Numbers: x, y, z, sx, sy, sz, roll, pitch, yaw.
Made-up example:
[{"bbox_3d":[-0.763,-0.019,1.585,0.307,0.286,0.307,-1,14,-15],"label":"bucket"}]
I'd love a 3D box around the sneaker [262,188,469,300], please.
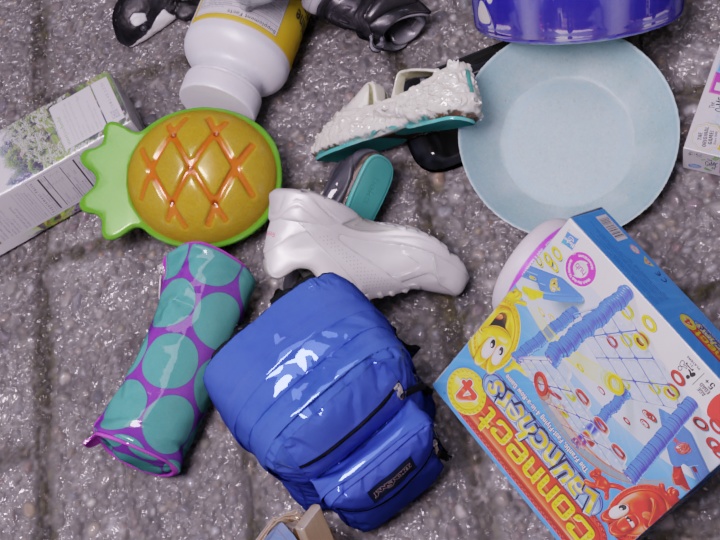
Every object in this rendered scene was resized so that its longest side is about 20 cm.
[{"bbox_3d":[0.000,0.000,1.010,0.198,0.078,0.101,18,87,-18],"label":"sneaker"}]

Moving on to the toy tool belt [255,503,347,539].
[{"bbox_3d":[-0.072,0.281,0.887,0.124,0.123,0.201,25,73,25],"label":"toy tool belt"}]

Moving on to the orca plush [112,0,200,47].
[{"bbox_3d":[-0.204,-0.338,1.266,0.199,0.071,0.105,-36,60,-5],"label":"orca plush"}]

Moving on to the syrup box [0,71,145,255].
[{"bbox_3d":[-0.315,-0.108,1.174,0.199,0.082,0.079,-30,58,-1],"label":"syrup box"}]

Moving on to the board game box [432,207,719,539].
[{"bbox_3d":[0.179,0.094,0.870,0.200,0.056,0.196,50,126,21],"label":"board game box"}]

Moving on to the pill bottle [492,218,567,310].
[{"bbox_3d":[0.211,0.050,0.939,0.199,0.104,0.104,37,78,28],"label":"pill bottle"}]

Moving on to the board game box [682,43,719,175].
[{"bbox_3d":[0.387,-0.169,1.044,0.133,0.034,0.202,16,69,22],"label":"board game box"}]

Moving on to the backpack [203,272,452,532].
[{"bbox_3d":[-0.017,0.104,0.918,0.162,0.200,0.168,-42,61,-10],"label":"backpack"}]

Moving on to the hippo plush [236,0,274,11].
[{"bbox_3d":[-0.082,-0.326,1.093,0.199,0.159,0.162,35,91,1],"label":"hippo plush"}]

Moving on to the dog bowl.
[{"bbox_3d":[0.199,-0.274,1.064,0.197,0.080,0.201,-6,26,3],"label":"dog bowl"}]

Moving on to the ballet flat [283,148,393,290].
[{"bbox_3d":[-0.031,-0.022,1.069,0.072,0.073,0.202,18,76,22],"label":"ballet flat"}]

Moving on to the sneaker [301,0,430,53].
[{"bbox_3d":[0.030,-0.294,1.183,0.114,0.076,0.200,41,51,-1],"label":"sneaker"}]

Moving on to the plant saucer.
[{"bbox_3d":[0.189,-0.122,1.055,0.198,0.039,0.204,-2,77,8],"label":"plant saucer"}]

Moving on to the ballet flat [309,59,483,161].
[{"bbox_3d":[0.033,-0.150,1.075,0.199,0.072,0.073,-10,57,41],"label":"ballet flat"}]

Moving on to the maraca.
[{"bbox_3d":[-0.173,-0.088,1.105,0.197,0.107,0.139,-1,80,4],"label":"maraca"}]

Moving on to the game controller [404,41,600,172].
[{"bbox_3d":[0.134,-0.168,1.115,0.198,0.042,0.105,-21,75,4],"label":"game controller"}]

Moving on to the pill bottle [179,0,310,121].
[{"bbox_3d":[-0.114,-0.249,1.174,0.111,0.112,0.202,10,67,19],"label":"pill bottle"}]

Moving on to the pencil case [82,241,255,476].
[{"bbox_3d":[-0.169,0.079,1.038,0.091,0.085,0.202,18,68,5],"label":"pencil case"}]
